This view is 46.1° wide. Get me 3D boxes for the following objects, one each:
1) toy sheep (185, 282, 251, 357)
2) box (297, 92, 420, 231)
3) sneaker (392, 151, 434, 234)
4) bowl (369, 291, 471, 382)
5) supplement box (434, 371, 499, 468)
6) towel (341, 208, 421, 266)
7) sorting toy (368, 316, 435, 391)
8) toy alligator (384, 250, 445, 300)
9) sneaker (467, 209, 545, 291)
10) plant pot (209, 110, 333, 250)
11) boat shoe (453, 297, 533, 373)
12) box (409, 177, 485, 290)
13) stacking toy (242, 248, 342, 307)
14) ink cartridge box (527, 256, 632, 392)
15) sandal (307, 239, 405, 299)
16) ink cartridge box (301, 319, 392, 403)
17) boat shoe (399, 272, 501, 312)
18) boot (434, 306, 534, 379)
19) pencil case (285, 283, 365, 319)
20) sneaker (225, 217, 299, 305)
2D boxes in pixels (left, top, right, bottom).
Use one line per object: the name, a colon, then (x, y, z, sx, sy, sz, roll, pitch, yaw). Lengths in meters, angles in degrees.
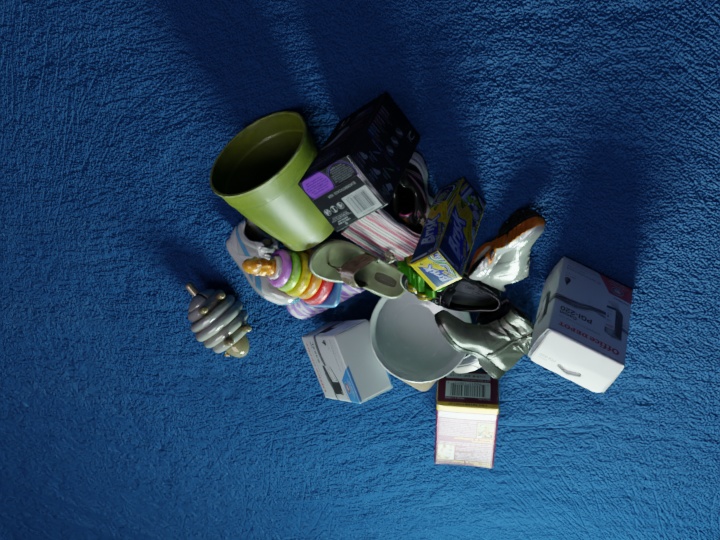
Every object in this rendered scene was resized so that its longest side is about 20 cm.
toy sheep: (-0.311, 0.105, 1.843, 0.137, 0.138, 0.201, -28, 99, 39)
box: (0.002, -0.180, 1.394, 0.122, 0.201, 0.106, -24, 117, 38)
sneaker: (0.092, -0.104, 1.499, 0.080, 0.087, 0.201, -8, 125, 30)
bowl: (0.113, 0.112, 1.650, 0.198, 0.090, 0.204, 0, 92, -3)
supplement box: (0.223, 0.313, 1.783, 0.129, 0.104, 0.202, 3, 131, 5)
towel: (0.050, -0.060, 1.545, 0.145, 0.030, 0.200, 32, 165, -8)
sorting toy: (0.097, 0.158, 1.770, 0.198, 0.037, 0.186, 27, 135, -6)
toy alligator: (0.104, 0.000, 1.486, 0.054, 0.200, 0.060, -10, 114, -19)
sneaker: (0.277, -0.032, 1.498, 0.091, 0.076, 0.200, 28, 143, -12)
plant pot: (-0.134, -0.142, 1.513, 0.198, 0.202, 0.193, -9, 136, 31)
boat shoe: (0.239, 0.124, 1.650, 0.199, 0.075, 0.093, -31, 108, 30)
box: (0.149, -0.064, 1.427, 0.064, 0.201, 0.070, -27, 117, 38)
stacking toy: (-0.134, 0.002, 1.572, 0.198, 0.111, 0.115, 12, 171, -38)
ink cartridge box: (0.381, 0.090, 1.458, 0.144, 0.201, 0.085, 25, 135, 1)
sandal: (0.001, -0.001, 1.548, 0.199, 0.057, 0.081, 17, 99, -17)
ink cartridge box: (-0.031, 0.183, 1.722, 0.200, 0.083, 0.147, -11, 101, 67)
boat shoe: (0.170, 0.041, 1.562, 0.197, 0.066, 0.075, 16, 116, -14)
boot: (0.241, 0.105, 1.558, 0.199, 0.068, 0.131, 37, 116, -23)
pencil case: (-0.068, 0.031, 1.703, 0.199, 0.087, 0.083, -24, 153, 38)
sneaker: (-0.188, -0.016, 1.678, 0.200, 0.076, 0.081, 47, 129, 14)
